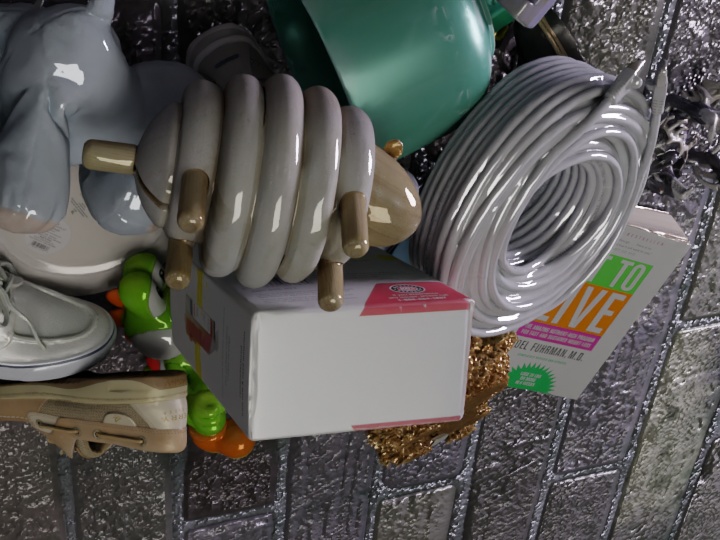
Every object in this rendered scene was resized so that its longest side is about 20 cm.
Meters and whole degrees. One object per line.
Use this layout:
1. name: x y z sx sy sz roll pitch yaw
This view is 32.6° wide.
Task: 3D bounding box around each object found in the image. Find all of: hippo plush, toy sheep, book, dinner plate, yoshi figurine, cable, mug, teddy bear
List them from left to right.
1. dinner plate: -0.202 -0.054 0.891 0.200 0.024 0.200 -12 132 -13
2. hippo plush: -0.176 -0.108 0.791 0.161 0.159 0.200 13 106 -53
3. yoshi figurine: -0.116 0.061 0.967 0.112 0.112 0.200 -36 137 -10
4. toy sheep: -0.060 -0.051 0.714 0.200 0.138 0.138 12 124 -15
5. mug: 0.015 -0.166 0.801 0.114 0.152 0.185 -25 137 -9
6. teddy bear: 0.063 0.101 1.012 0.145 0.067 0.200 -28 162 -4
7. cable: 0.118 -0.050 0.850 0.200 0.069 0.200 -34 145 -20
8. book: 0.188 0.026 1.121 0.133 0.048 0.200 12 124 -26

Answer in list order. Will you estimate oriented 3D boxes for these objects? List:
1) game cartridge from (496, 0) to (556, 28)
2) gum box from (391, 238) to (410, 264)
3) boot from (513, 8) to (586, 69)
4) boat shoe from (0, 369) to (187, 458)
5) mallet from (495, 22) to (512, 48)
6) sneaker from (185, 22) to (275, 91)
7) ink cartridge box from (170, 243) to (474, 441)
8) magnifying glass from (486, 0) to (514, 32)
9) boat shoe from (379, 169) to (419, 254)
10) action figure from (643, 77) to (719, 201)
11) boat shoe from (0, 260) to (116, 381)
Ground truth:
1. game cartridge: 0.132 -0.271 0.783 0.038 0.130 0.200 15 122 -49
2. gum box: 0.062 0.039 1.014 0.170 0.045 0.200 -12 145 -42
3. boot: 0.110 -0.107 0.944 0.138 0.078 0.200 -24 138 3
4. boat shoe: -0.214 0.111 0.929 0.200 0.065 0.071 -5 -179 35
5. mallet: 0.151 -0.243 0.882 0.066 0.041 0.200 3 131 -29
6. sneaker: -0.064 -0.079 0.889 0.075 0.082 0.200 -31 134 4
7. ink cartridge box: -0.034 0.035 0.821 0.145 0.200 0.084 -3 105 -22
8. magnifying glass: 0.093 -0.189 0.870 0.022 0.080 0.200 6 136 -32
9. boat shoe: 0.000 0.000 0.992 0.068 0.072 0.200 14 124 -32
10. action figure: 0.291 -0.114 1.004 0.200 0.102 0.119 -46 145 14
11. boat shoe: -0.273 0.021 0.878 0.202 0.075 0.086 8 137 -14
